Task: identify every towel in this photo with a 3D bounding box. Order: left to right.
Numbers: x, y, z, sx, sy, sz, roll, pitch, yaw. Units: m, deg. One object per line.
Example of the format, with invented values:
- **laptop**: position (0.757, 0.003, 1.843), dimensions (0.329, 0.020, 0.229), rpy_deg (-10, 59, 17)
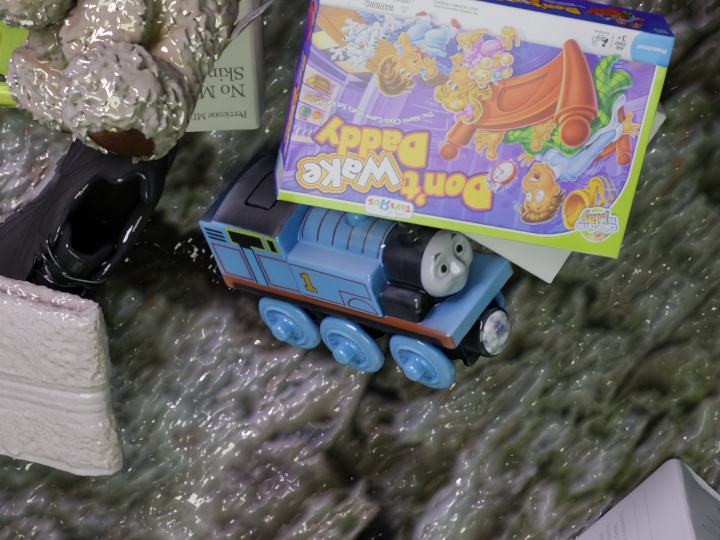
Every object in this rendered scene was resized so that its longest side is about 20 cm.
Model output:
- **towel**: position (-0.243, 0.053, 1.754), dimensions (0.199, 0.035, 0.133), rpy_deg (13, 132, 20)

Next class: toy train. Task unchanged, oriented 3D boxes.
- **toy train**: position (0.000, 0.000, 1.706), dimensions (0.199, 0.087, 0.114), rpy_deg (15, 145, 38)

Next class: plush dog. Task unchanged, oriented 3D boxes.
- **plush dog**: position (-0.156, -0.169, 1.557), dimensions (0.172, 0.200, 0.161), rpy_deg (39, 85, -21)

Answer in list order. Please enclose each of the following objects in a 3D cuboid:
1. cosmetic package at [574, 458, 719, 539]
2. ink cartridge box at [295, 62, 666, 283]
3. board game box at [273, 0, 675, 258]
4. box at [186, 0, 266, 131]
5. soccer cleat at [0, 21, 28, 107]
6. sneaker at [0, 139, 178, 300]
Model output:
- **cosmetic package**: position (0.198, 0.270, 1.850), dimensions (0.167, 0.167, 0.200), rpy_deg (41, 109, -19)
- **ink cartridge box**: position (0.079, -0.098, 1.672), dimensions (0.199, 0.129, 0.125), rpy_deg (29, 108, -16)
- **board game box**: position (0.062, -0.092, 1.579), dimensions (0.199, 0.045, 0.135), rpy_deg (9, 111, -8)
- **box**: position (-0.101, -0.185, 1.660), dimensions (0.082, 0.068, 0.201), rpy_deg (-3, 117, 2)
- **soccer cleat**: position (-0.266, -0.117, 1.709), dimensions (0.199, 0.065, 0.084), rpy_deg (0, 148, -6)
- **sneaker**: position (-0.184, -0.011, 1.739), dimensions (0.076, 0.091, 0.200), rpy_deg (26, 116, -15)
